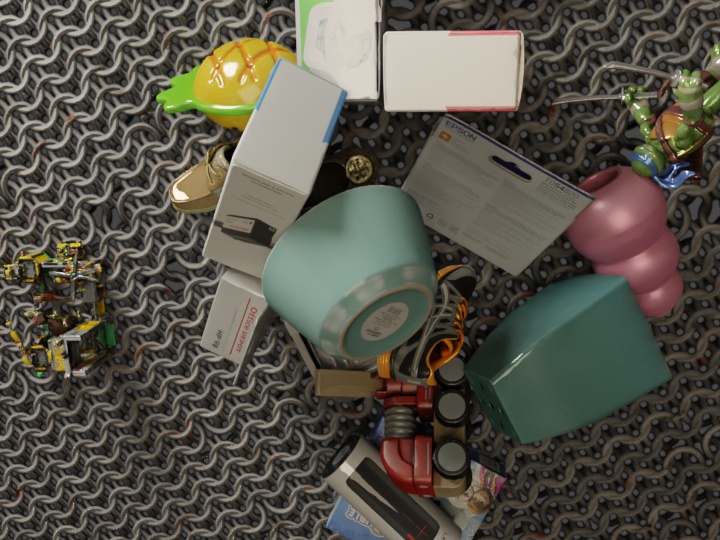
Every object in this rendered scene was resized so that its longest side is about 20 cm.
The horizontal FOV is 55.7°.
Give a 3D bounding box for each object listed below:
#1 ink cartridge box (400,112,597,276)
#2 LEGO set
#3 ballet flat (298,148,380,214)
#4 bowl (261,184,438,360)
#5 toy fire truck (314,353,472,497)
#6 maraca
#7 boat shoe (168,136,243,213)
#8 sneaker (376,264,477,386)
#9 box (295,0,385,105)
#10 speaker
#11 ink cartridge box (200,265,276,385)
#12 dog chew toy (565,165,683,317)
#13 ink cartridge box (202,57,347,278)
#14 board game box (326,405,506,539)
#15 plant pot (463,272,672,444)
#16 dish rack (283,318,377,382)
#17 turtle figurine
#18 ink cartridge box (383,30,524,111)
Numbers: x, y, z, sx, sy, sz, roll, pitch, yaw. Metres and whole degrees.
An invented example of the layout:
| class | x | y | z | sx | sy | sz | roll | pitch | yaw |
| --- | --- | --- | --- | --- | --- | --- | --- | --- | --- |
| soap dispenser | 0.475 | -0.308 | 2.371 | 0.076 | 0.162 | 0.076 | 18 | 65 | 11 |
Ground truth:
| class | x | y | z | sx | sy | sz | roll | pitch | yaw |
| --- | --- | --- | --- | --- | --- | --- | --- | --- | --- |
| ink cartridge box | 0.157 | -0.095 | 0.834 | 0.198 | 0.200 | 0.041 | 30 | 60 | -1 |
| LEGO set | -0.429 | 0.065 | 0.951 | 0.152 | 0.116 | 0.203 | 7 | 103 | 4 |
| ballet flat | -0.068 | -0.110 | 0.913 | 0.198 | 0.046 | 0.068 | -17 | 100 | 9 |
| bowl | 0.005 | 0.019 | 0.731 | 0.201 | 0.200 | 0.105 | -43 | 55 | 12 |
| toy fire truck | 0.045 | 0.195 | 0.896 | 0.197 | 0.129 | 0.178 | -2 | 59 | 11 |
| maraca | -0.159 | -0.232 | 0.858 | 0.197 | 0.138 | 0.108 | 1 | 128 | 14 |
| boat shoe | -0.170 | -0.139 | 0.896 | 0.198 | 0.066 | 0.075 | -24 | 68 | 7 |
| sneaker | 0.103 | 0.074 | 0.878 | 0.077 | 0.200 | 0.079 | 20 | 146 | 32 |
| box | -0.017 | -0.299 | 0.801 | 0.095 | 0.177 | 0.203 | 0 | 103 | 5 |
| speaker | 0.044 | 0.320 | 0.935 | 0.200 | 0.081 | 0.081 | 44 | 103 | -3 |
| ink cartridge box | -0.137 | 0.034 | 0.860 | 0.066 | 0.201 | 0.117 | 25 | 123 | 0 |
| dog chew toy | 0.339 | -0.028 | 0.857 | 0.124 | 0.125 | 0.201 | -30 | 105 | 11 |
| ink cartridge box | -0.099 | -0.103 | 0.749 | 0.083 | 0.200 | 0.146 | 22 | 59 | -11 |
| board game box | 0.079 | 0.331 | 0.996 | 0.198 | 0.043 | 0.201 | 25 | 104 | 1 |
| plant pot | 0.242 | 0.116 | 0.848 | 0.199 | 0.141 | 0.142 | -31 | 99 | -12 |
| dish rack | -0.006 | 0.063 | 0.894 | 0.170 | 0.044 | 0.201 | -26 | 136 | -6 |
| turtle figurine | 0.366 | -0.218 | 0.793 | 0.193 | 0.144 | 0.201 | -37 | 70 | -6 |
| ink cartridge box | 0.104 | -0.229 | 0.792 | 0.144 | 0.200 | 0.084 | 1 | 105 | 6 |
